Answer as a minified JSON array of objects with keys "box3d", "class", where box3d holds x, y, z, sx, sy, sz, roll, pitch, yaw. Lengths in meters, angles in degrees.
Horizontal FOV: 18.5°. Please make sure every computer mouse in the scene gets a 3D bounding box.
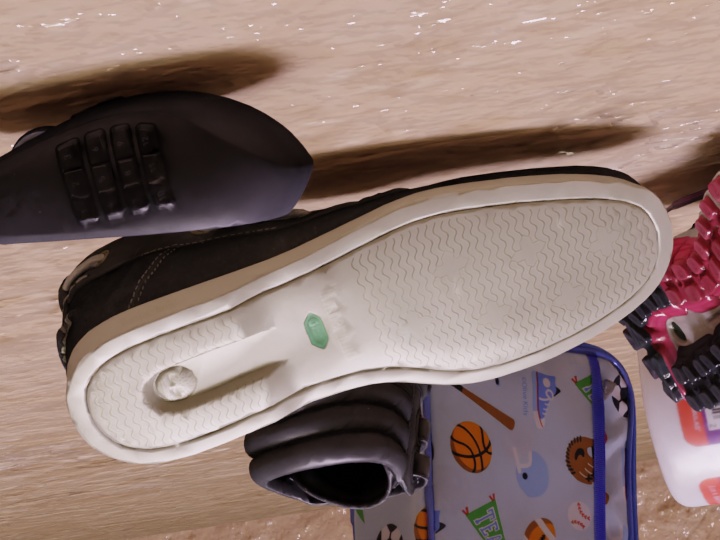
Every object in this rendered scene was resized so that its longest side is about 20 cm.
[{"box3d":[-0.109,-0.024,0.578,0.198,0.034,0.059,-5,-171,11],"class":"computer mouse"}]

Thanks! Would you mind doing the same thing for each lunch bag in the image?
[{"box3d":[0.076,0.122,1.122,0.159,0.202,0.075,14,159,-32],"class":"lunch bag"}]

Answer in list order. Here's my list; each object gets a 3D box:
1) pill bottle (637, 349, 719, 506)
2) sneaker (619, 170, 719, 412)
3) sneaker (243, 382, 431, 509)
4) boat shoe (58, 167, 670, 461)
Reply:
[{"box3d":[0.232,0.039,1.001,0.198,0.112,0.111,-10,171,16],"class":"pill bottle"},{"box3d":[0.154,-0.012,0.768,0.074,0.081,0.200,-35,-179,-21],"class":"sneaker"},{"box3d":[0.011,0.041,0.859,0.070,0.100,0.199,-16,169,35],"class":"sneaker"},{"box3d":[0.000,0.000,0.713,0.198,0.072,0.068,-14,-148,-4],"class":"boat shoe"}]
